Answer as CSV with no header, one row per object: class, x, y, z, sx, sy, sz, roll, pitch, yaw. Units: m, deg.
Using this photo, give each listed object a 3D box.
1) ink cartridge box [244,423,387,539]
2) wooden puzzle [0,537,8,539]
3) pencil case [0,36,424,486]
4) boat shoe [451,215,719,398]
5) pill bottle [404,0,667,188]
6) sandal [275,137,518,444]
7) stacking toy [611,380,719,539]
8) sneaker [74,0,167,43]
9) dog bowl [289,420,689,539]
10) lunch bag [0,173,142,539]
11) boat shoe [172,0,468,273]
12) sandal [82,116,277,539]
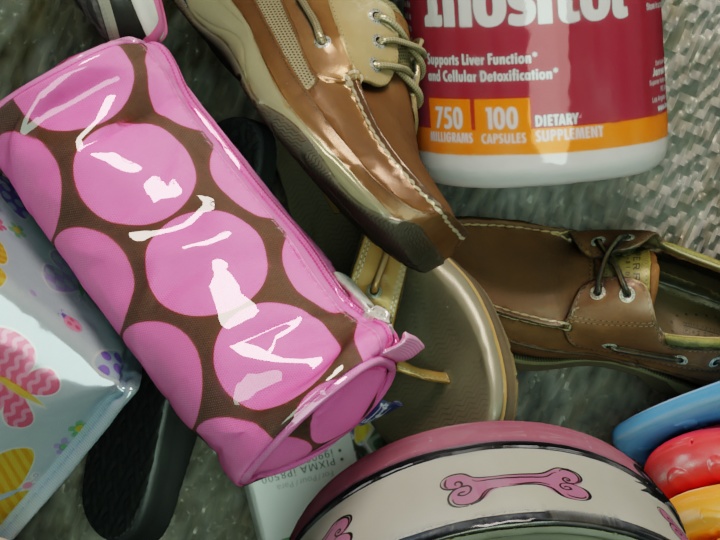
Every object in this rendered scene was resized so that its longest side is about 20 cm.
ink cartridge box,0.014,0.139,1.250,0.109,0.050,0.200,-15,99,-7
wooden puzzle,-0.195,0.203,1.167,0.200,0.185,0.046,-34,64,-1
pencil case,-0.067,-0.010,1.127,0.094,0.091,0.200,-44,74,14
boat shoe,0.113,0.008,1.227,0.200,0.068,0.072,12,59,-18
pill bottle,0.073,-0.141,1.189,0.113,0.113,0.200,-6,98,-8
sandal,0.000,0.000,1.181,0.080,0.054,0.200,-38,66,35
stacking toy,0.178,0.153,1.203,0.116,0.110,0.200,17,62,-31
sneaker,-0.164,-0.163,1.170,0.087,0.074,0.200,-39,97,-2
dog bowl,0.053,0.144,1.157,0.200,0.074,0.200,-5,136,-5
lunch bag,-0.208,0.053,1.164,0.170,0.127,0.200,40,111,-11
boat shoe,-0.011,-0.086,1.153,0.074,0.076,0.200,-39,57,2
sandal,-0.073,0.027,1.220,0.048,0.075,0.200,10,105,-36
